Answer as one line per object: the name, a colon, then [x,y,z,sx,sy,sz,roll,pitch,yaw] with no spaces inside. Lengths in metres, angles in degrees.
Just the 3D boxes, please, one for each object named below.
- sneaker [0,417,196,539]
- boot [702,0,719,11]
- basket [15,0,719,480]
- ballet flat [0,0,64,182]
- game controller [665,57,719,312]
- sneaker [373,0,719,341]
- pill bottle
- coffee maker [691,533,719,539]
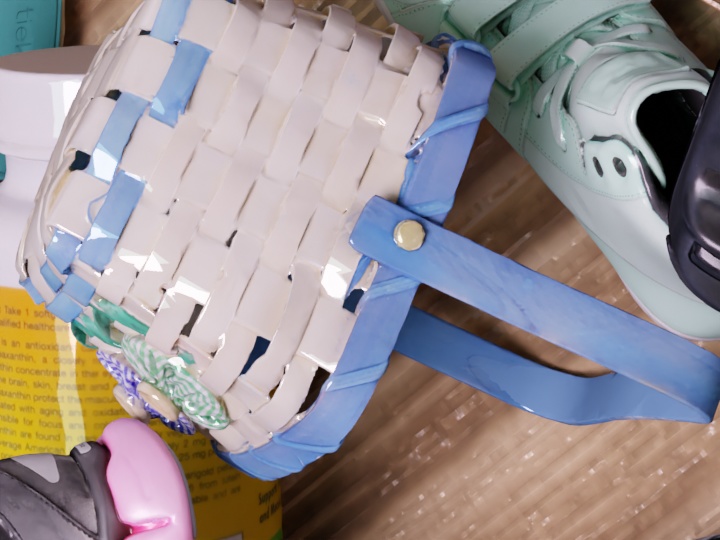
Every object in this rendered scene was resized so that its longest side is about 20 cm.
sneaker: [-0.095,0.147,0.795,0.079,0.095,0.202,169,97,-69]
boot: [0.143,-0.088,0.790,0.199,0.075,0.074,34,118,21]
basket: [0.000,0.000,0.808,0.199,0.176,0.140,21,81,-8]
ballet flat: [-0.144,-0.030,0.980,0.069,0.069,0.202,12,101,28]
game controller: [0.184,-0.006,0.711,0.199,0.042,0.105,18,122,3]
sneaker: [0.070,-0.072,0.803,0.074,0.118,0.201,-39,86,-8]
pill bottle: [-0.084,0.026,0.925,0.110,0.111,0.202,6,104,29]
coffee maker: [0.148,0.151,0.798,0.192,0.135,0.200,48,136,-7]
